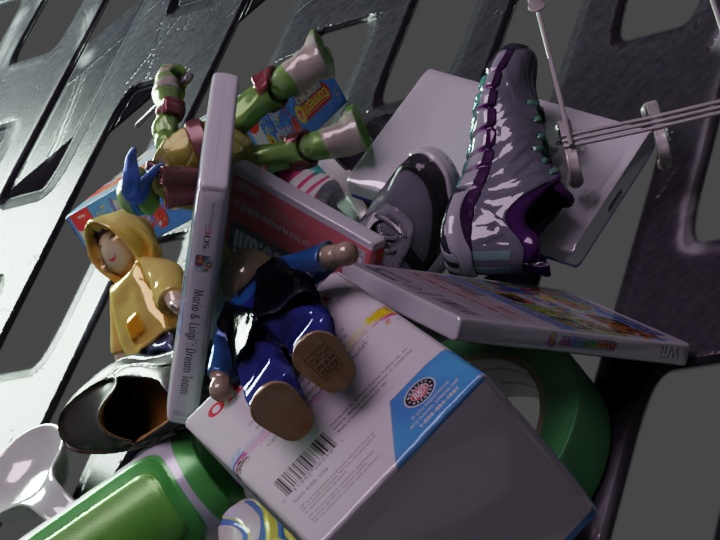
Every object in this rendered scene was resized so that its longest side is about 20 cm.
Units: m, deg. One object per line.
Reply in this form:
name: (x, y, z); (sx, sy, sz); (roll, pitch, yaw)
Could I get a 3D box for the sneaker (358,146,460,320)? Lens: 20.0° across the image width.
sneaker: (0.000, 0.000, 1.515); (0.075, 0.114, 0.200); (40, 118, 27)

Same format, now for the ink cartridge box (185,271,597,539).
ink cartridge box: (0.016, 0.124, 1.300); (0.147, 0.146, 0.200); (-45, 33, -7)

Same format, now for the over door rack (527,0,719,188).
over door rack: (0.211, -0.158, 1.540); (0.147, 0.067, 0.201); (-12, 59, 5)

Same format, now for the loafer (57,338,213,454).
loafer: (-0.175, 0.101, 1.550); (0.200, 0.073, 0.072); (-27, -4, 43)

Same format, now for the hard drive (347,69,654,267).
hard drive: (0.108, -0.082, 1.571); (0.199, 0.025, 0.132); (19, 57, 28)

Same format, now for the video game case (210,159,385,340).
video game case: (-0.053, 0.037, 1.480); (0.143, 0.201, 0.017); (30, 34, 33)

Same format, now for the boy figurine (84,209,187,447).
boy figurine: (-0.174, 0.038, 1.658); (0.124, 0.064, 0.201); (-38, 62, 51)

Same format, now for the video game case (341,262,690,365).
video game case: (0.105, 0.029, 1.384); (0.143, 0.199, 0.018); (26, 105, 54)

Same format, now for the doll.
doll: (-0.051, 0.033, 1.295); (0.137, 0.048, 0.200); (-49, 23, 6)

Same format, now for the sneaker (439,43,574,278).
sneaker: (0.123, -0.077, 1.500); (0.087, 0.074, 0.201); (5, 62, 20)

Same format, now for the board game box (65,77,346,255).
board game box: (-0.133, -0.099, 1.794); (0.200, 0.056, 0.196); (-27, 12, 28)

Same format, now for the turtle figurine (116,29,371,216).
turtle figurine: (-0.096, -0.105, 1.613); (0.193, 0.200, 0.144); (-24, 70, 10)

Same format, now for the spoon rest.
spoon rest: (-0.259, 0.182, 1.671); (0.099, 0.061, 0.200); (-48, 35, -11)

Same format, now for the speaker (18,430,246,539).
speaker: (-0.186, 0.205, 1.545); (0.200, 0.088, 0.089); (-35, 34, 8)

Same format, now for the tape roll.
tape roll: (0.075, 0.130, 1.411); (0.200, 0.048, 0.201); (-26, 36, 21)

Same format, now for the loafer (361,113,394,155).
loafer: (0.056, -0.074, 1.646); (0.070, 0.068, 0.201); (-32, 36, 1)

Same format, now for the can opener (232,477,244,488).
can opener: (-0.088, 0.111, 1.609); (0.200, 0.053, 0.067); (-101, 31, -52)

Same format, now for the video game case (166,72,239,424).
video game case: (-0.110, -0.020, 1.434); (0.024, 0.183, 0.200); (8, 26, -5)

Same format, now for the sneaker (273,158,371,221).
sneaker: (-0.050, -0.037, 1.692); (0.121, 0.084, 0.200); (-37, 25, -4)

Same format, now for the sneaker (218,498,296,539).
sneaker: (-0.081, 0.218, 1.401); (0.200, 0.105, 0.076); (44, 124, 56)
